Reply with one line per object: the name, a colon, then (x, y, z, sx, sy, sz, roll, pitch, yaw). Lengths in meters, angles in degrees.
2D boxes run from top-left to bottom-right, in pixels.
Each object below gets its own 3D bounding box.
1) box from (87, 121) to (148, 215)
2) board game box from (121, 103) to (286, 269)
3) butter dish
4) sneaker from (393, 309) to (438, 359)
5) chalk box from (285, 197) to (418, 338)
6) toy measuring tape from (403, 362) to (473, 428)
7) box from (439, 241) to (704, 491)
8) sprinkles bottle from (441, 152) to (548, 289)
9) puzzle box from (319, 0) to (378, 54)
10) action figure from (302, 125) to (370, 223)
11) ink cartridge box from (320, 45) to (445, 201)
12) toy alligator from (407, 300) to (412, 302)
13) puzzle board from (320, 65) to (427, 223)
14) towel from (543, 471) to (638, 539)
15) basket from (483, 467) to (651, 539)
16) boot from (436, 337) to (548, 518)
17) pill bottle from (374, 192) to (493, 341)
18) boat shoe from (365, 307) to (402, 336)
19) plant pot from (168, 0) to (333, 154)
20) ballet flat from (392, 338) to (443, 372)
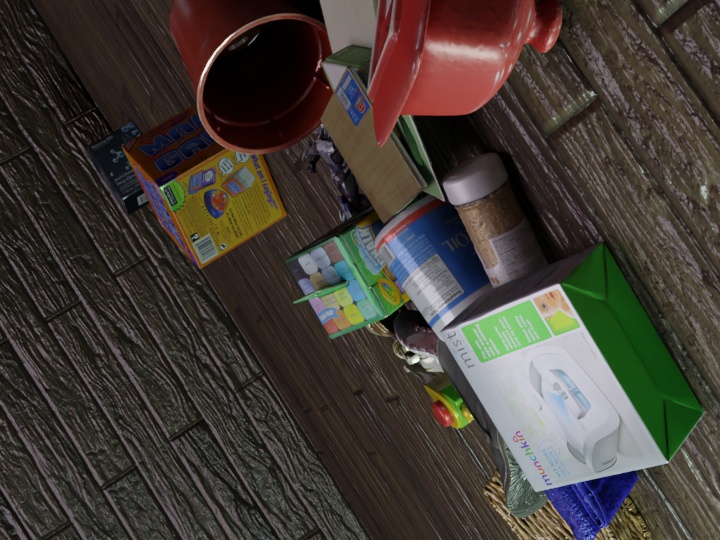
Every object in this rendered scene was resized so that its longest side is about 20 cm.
box: (-0.643, -0.285, 2.978, 0.200, 0.148, 0.107, 53, 163, 17)
board game box: (-0.295, -0.169, 2.019, 0.200, 0.199, 0.201, 42, 158, 47)
butter dish: (0.091, -0.211, 0.870, 0.200, 0.147, 0.200, 119, 158, -75)
sneaker: (0.115, 0.070, 1.477, 0.200, 0.076, 0.116, 27, 142, 43)
chalk box: (0.000, 0.000, 1.378, 0.125, 0.200, 0.124, -23, 100, 50)
toy measuring tape: (0.130, 0.198, 1.665, 0.200, 0.073, 0.074, 27, 146, 62)
box: (0.208, 0.100, 1.065, 0.176, 0.097, 0.201, -26, 97, 47)
sprinkles bottle: (0.158, -0.024, 1.143, 0.201, 0.068, 0.068, 62, 164, -16)
puzzle box: (0.003, -0.266, 1.237, 0.133, 0.025, 0.200, 45, 160, 39)
action figure: (-0.027, -0.136, 1.508, 0.130, 0.069, 0.201, 39, 153, 62)
ink cartridge box: (0.038, -0.167, 1.182, 0.200, 0.048, 0.146, 30, 149, 59)
toy alligator: (0.058, -0.008, 1.530, 0.054, 0.059, 0.201, 6, 138, 10)
puzzle board: (0.013, -0.138, 1.206, 0.151, 0.017, 0.200, 59, 167, 2)
towel: (0.238, 0.187, 1.206, 0.049, 0.148, 0.201, -30, 92, 43)
basket: (0.288, 0.297, 1.376, 0.200, 0.149, 0.143, 51, 130, 25)
boot: (0.161, 0.184, 1.328, 0.200, 0.072, 0.183, 46, 151, 53)
pill bottle: (0.115, 0.015, 1.274, 0.200, 0.112, 0.112, 54, 164, 11)
boat shoe: (0.015, 0.023, 1.692, 0.074, 0.076, 0.200, 19, 147, 58)
plant pot: (-0.149, -0.290, 1.387, 0.196, 0.200, 0.201, 56, 167, 40)
ballet flat: (0.106, 0.127, 1.609, 0.068, 0.062, 0.200, 61, 164, -12)
